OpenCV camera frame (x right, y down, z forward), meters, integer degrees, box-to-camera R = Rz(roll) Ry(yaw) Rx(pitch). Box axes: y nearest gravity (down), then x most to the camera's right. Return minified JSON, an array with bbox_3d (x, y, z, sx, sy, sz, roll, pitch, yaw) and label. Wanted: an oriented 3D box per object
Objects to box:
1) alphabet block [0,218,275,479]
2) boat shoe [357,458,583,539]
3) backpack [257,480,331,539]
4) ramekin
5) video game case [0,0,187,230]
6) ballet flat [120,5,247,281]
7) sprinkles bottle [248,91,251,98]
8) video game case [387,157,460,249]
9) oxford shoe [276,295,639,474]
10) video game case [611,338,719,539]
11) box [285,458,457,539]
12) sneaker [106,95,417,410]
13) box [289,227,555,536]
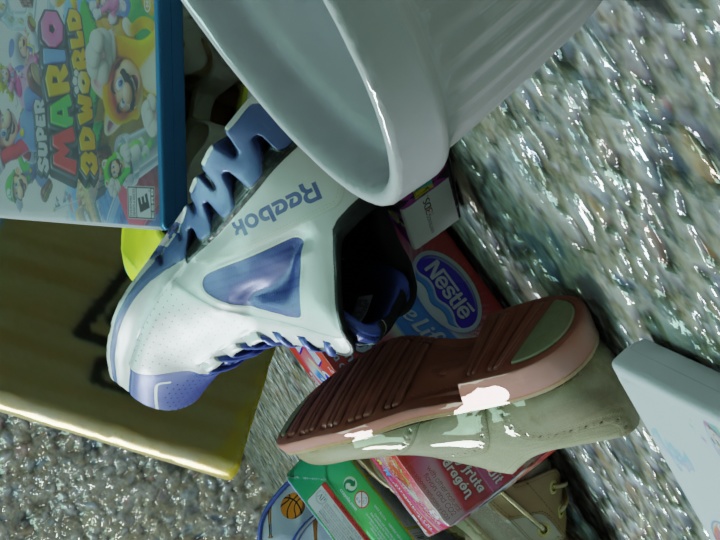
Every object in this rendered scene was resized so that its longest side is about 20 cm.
[{"bbox_3d":[-0.161,0.020,1.399,0.198,0.198,0.195,17,176,-10],"label":"alphabet block"},{"bbox_3d":[0.086,0.131,1.175,0.199,0.067,0.074,35,-173,-20],"label":"boat shoe"},{"bbox_3d":[0.006,0.239,1.627,0.191,0.199,0.154,58,167,19],"label":"backpack"},{"bbox_3d":[-0.007,-0.131,0.632,0.201,0.105,0.200,53,170,13],"label":"ramekin"},{"bbox_3d":[-0.157,-0.098,1.104,0.199,0.018,0.144,5,99,51],"label":"video game case"},{"bbox_3d":[-0.088,-0.084,1.103,0.066,0.202,0.067,13,164,-24],"label":"ballet flat"},{"bbox_3d":[-0.105,-0.108,1.287,0.068,0.068,0.200,56,170,-10],"label":"sprinkles bottle"},{"bbox_3d":[-0.032,-0.126,0.974,0.200,0.036,0.182,50,170,27],"label":"video game case"},{"bbox_3d":[0.042,0.073,0.973,0.199,0.071,0.074,-16,120,43],"label":"oxford shoe"},{"bbox_3d":[0.188,0.124,0.802,0.183,0.024,0.200,58,170,-19],"label":"video game case"},{"bbox_3d":[0.049,0.149,1.252,0.118,0.048,0.199,51,-157,22],"label":"box"},{"bbox_3d":[-0.042,0.013,0.988,0.115,0.080,0.200,41,128,12],"label":"sneaker"},{"bbox_3d":[0.020,0.034,1.091,0.201,0.095,0.100,54,171,6],"label":"box"}]
